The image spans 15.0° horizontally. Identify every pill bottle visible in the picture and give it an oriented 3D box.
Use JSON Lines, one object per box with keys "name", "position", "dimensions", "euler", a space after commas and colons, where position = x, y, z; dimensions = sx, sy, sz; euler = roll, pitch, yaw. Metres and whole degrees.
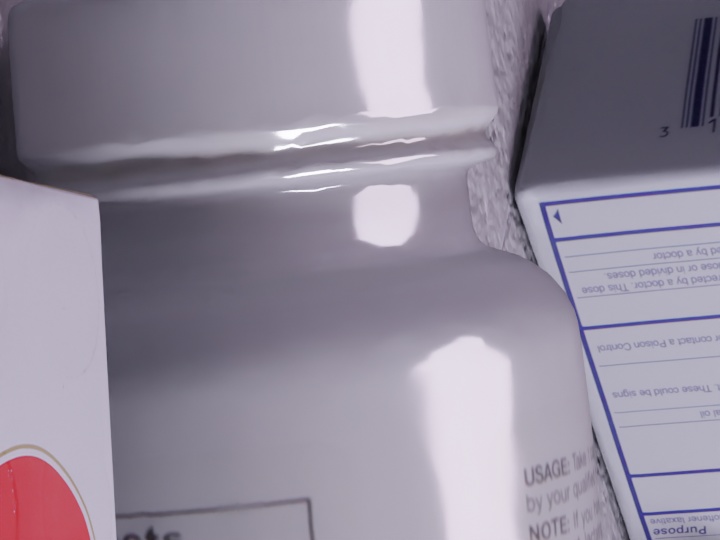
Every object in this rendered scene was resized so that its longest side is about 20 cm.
{"name": "pill bottle", "position": [-0.012, 0.046, 0.512], "dimensions": [0.114, 0.114, 0.201], "euler": [-14, 98, -72]}

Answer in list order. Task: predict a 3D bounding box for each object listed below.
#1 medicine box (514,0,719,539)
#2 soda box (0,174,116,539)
{"name": "medicine box", "position": [0.170, 0.002, 0.965], "dimensions": [0.103, 0.181, 0.200], "euler": [-76, 154, -43]}
{"name": "soda box", "position": [-0.073, 0.086, 0.397], "dimensions": [0.068, 0.063, 0.201], "euler": [13, 72, -71]}
